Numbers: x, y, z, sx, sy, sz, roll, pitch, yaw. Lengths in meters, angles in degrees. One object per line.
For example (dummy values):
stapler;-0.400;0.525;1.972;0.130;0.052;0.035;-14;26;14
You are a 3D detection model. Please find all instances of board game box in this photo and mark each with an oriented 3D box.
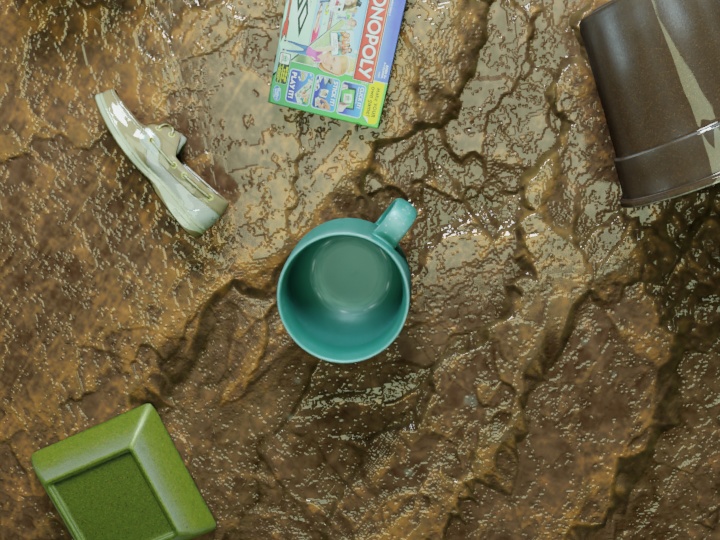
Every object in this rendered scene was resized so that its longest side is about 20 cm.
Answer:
board game box;-0.021;-0.276;0.961;0.132;0.029;0.203;13;106;2

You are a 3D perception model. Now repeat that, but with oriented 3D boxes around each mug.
mug;-0.001;0.011;0.993;0.182;0.115;0.154;-20;102;9

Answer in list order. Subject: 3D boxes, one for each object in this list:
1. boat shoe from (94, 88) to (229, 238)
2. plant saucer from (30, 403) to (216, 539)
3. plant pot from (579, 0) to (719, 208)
boat shoe;-0.231;-0.136;1.002;0.066;0.074;0.201;-37;101;1
plant saucer;-0.324;0.307;1.138;0.197;0.048;0.202;-23;102;11
plant pot;0.329;-0.196;0.877;0.198;0.200;0.201;-23;94;11
